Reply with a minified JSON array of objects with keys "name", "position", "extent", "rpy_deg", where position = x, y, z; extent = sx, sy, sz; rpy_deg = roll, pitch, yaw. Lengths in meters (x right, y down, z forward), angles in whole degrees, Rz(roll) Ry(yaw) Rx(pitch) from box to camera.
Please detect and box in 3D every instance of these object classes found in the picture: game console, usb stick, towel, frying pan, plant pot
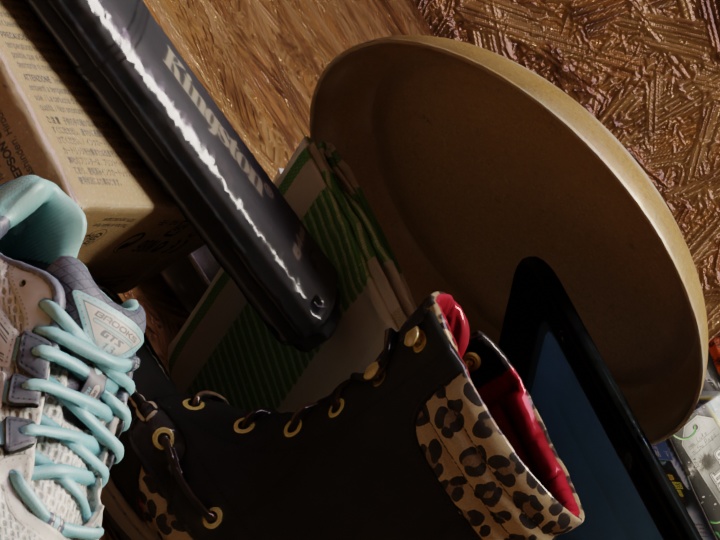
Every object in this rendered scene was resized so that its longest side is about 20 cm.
[{"name":"game console","position":[0.054,0.131,1.006],"extent":[0.116,0.176,0.200],"rpy_deg":[43,17,-54]},{"name":"usb stick","position":[-0.070,-0.054,0.985],"extent":[0.200,0.033,0.056],"rpy_deg":[55,12,-23]},{"name":"towel","position":[-0.011,0.067,1.054],"extent":[0.023,0.153,0.200],"rpy_deg":[3,46,-39]},{"name":"frying pan","position":[-0.088,-0.028,1.295],"extent":[0.115,0.031,0.190],"rpy_deg":[59,4,-15]},{"name":"plant pot","position":[0.062,-0.015,1.046],"extent":[0.200,0.027,0.200],"rpy_deg":[34,-30,23]}]

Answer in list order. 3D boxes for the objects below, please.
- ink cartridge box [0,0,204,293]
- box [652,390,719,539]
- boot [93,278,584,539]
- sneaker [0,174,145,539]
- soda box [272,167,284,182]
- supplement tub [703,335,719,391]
[{"name":"ink cartridge box","position":[-0.137,-0.075,1.015],"extent":[0.165,0.075,0.200],"rpy_deg":[60,14,8]},{"name":"box","position":[0.145,0.126,1.313],"extent":[0.137,0.040,0.200],"rpy_deg":[63,-20,-9]},{"name":"boot","position":[-0.022,0.058,0.964],"extent":[0.200,0.150,0.073],"rpy_deg":[60,17,21]},{"name":"sneaker","position":[-0.106,0.039,0.806],"extent":[0.078,0.086,0.200],"rpy_deg":[47,13,-42]},{"name":"soda box","position":[-0.008,0.031,1.341],"extent":[0.063,0.068,0.200],"rpy_deg":[12,30,-21]},{"name":"supplement tub","position":[0.162,0.127,1.552],"extent":[0.123,0.200,0.123],"rpy_deg":[54,9,-13]}]
